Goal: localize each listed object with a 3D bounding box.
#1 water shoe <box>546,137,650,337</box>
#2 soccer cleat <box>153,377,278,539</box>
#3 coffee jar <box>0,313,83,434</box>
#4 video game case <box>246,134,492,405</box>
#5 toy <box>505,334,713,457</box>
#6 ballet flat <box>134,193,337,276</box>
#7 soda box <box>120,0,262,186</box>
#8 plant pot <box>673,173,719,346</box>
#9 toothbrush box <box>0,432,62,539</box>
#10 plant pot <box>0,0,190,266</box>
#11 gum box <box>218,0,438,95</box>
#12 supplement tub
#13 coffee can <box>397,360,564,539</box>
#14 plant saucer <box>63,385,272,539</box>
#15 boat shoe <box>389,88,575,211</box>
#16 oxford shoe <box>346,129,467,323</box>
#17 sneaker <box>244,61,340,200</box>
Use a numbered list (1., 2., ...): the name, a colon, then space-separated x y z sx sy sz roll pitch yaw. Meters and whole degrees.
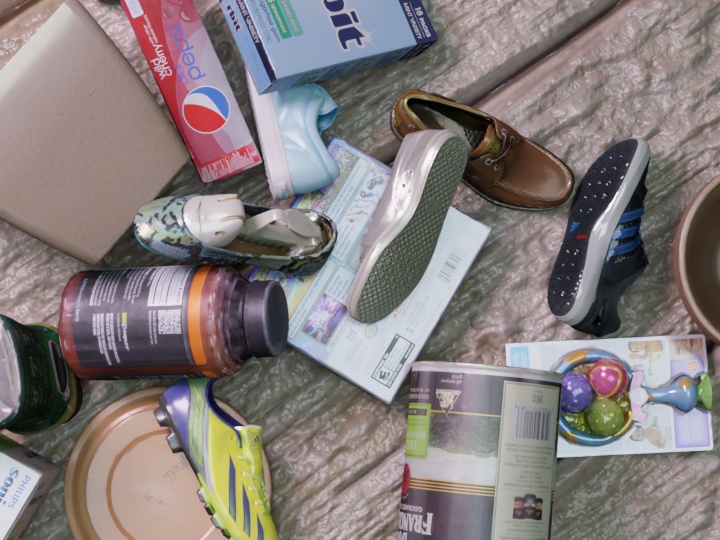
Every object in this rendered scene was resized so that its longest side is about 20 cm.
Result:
1. water shoe: 0.247 -0.032 1.564 0.079 0.071 0.200 28 81 -29
2. soccer cleat: -0.117 0.187 1.477 0.084 0.065 0.200 -30 87 -9
3. coffee jar: -0.317 0.096 1.434 0.085 0.200 0.104 -13 82 5
4. video game case: 0.000 0.000 1.543 0.181 0.045 0.200 31 83 -1
5. toy: 0.247 0.122 1.548 0.200 0.047 0.115 -2 83 -5
6. ballet flat: -0.107 -0.041 1.442 0.200 0.074 0.074 6 83 -36
7. soda box: -0.163 -0.184 1.509 0.063 0.070 0.200 -24 105 -5
8. plant pot: 0.398 -0.007 1.549 0.201 0.093 0.201 0 84 -3
9. toothbrush box: -0.386 0.169 1.449 0.200 0.146 0.086 29 84 -2
10. plant pot: -0.273 -0.112 1.470 0.177 0.200 0.200 43 83 -11
11. gum box: -0.042 -0.271 1.520 0.200 0.045 0.170 -20 83 -35
12. supplement tub: -0.171 0.048 1.470 0.200 0.107 0.107 -2 84 15
13. coffee can: 0.111 0.191 1.483 0.146 0.146 0.200 6 84 -3
14. plant saucer: -0.184 0.210 1.517 0.200 0.032 0.201 0 84 -5
15. boat shoe: 0.121 -0.115 1.551 0.200 0.068 0.072 23 82 -3
16. oxford shoe: 0.037 -0.044 1.503 0.058 0.075 0.200 25 91 41
17. sneaker: -0.065 -0.163 1.531 0.082 0.074 0.200 -10 72 -7
